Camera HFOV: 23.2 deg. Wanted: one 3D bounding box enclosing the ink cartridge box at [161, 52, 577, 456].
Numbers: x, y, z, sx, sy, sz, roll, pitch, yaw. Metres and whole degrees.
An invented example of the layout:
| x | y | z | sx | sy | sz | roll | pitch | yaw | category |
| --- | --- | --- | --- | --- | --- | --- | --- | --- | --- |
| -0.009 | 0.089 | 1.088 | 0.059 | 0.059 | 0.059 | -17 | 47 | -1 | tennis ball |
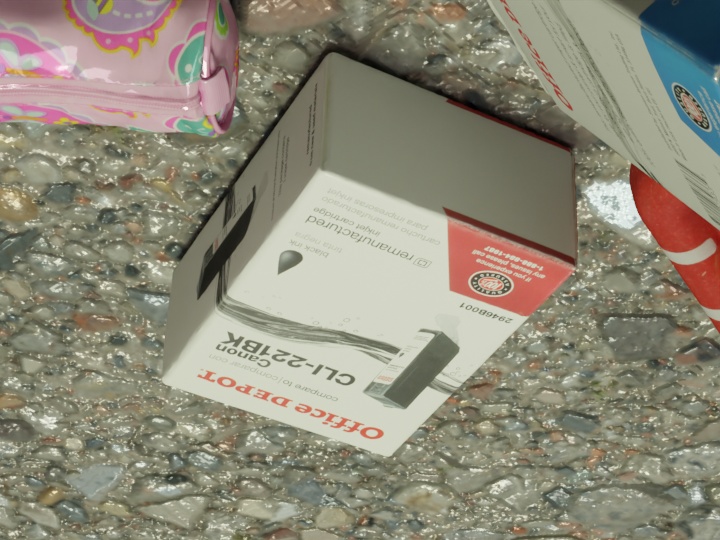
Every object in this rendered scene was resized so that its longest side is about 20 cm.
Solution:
| x | y | z | sx | sy | sz | roll | pitch | yaw | category |
| --- | --- | --- | --- | --- | --- | --- | --- | --- | --- |
| 0.000 | 0.000 | 0.917 | 0.144 | 0.084 | 0.200 | 20 | 139 | -19 | ink cartridge box |

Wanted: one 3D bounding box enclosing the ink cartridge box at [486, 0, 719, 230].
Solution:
| x | y | z | sx | sy | sz | roll | pitch | yaw | category |
| --- | --- | --- | --- | --- | --- | --- | --- | --- | --- |
| 0.132 | -0.095 | 0.694 | 0.084 | 0.200 | 0.145 | -41 | 132 | -3 | ink cartridge box |

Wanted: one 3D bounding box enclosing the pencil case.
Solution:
| x | y | z | sx | sy | sz | roll | pitch | yaw | category |
| --- | --- | --- | --- | --- | --- | --- | --- | --- | --- |
| -0.156 | -0.102 | 0.808 | 0.199 | 0.088 | 0.088 | 1 | 141 | 3 | pencil case |

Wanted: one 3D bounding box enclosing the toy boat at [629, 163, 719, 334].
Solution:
| x | y | z | sx | sy | sz | roll | pitch | yaw | category |
| --- | --- | --- | --- | --- | --- | --- | --- | --- | --- |
| 0.219 | 0.003 | 0.863 | 0.130 | 0.131 | 0.200 | -18 | 136 | 26 | toy boat |
